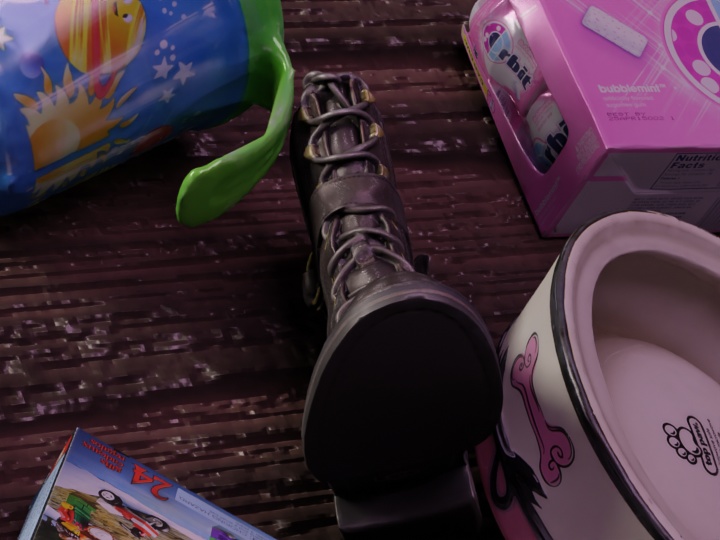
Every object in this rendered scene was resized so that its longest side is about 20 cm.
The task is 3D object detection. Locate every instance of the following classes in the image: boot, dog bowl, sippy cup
[{"bbox_3d":[0.000,0.000,0.961,0.069,0.200,0.174,-9,61,-5],"label":"boot"},{"bbox_3d":[0.126,0.078,0.999,0.200,0.074,0.200,30,38,-27],"label":"dog bowl"},{"bbox_3d":[-0.121,-0.090,1.008,0.178,0.140,0.130,10,39,45],"label":"sippy cup"}]

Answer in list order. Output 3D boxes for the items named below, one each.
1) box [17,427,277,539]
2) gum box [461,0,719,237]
[{"bbox_3d":[-0.027,0.141,0.871,0.200,0.038,0.137,30,18,-8],"label":"box"},{"bbox_3d":[0.149,-0.080,1.182,0.200,0.066,0.114,-2,55,-30],"label":"gum box"}]
